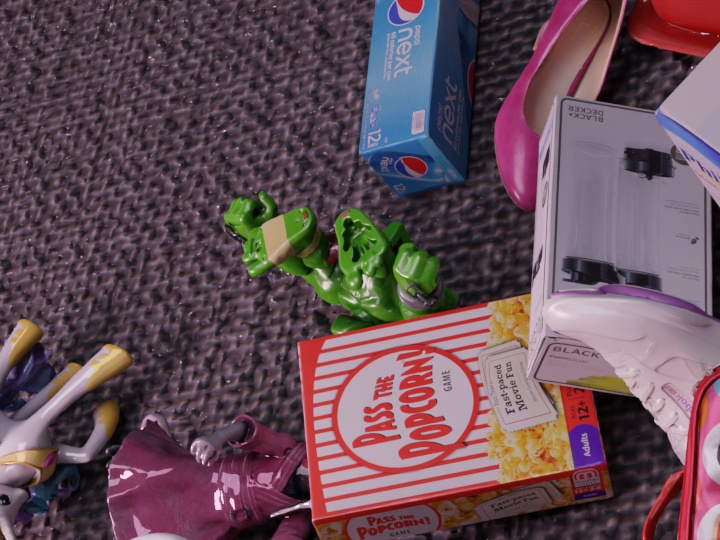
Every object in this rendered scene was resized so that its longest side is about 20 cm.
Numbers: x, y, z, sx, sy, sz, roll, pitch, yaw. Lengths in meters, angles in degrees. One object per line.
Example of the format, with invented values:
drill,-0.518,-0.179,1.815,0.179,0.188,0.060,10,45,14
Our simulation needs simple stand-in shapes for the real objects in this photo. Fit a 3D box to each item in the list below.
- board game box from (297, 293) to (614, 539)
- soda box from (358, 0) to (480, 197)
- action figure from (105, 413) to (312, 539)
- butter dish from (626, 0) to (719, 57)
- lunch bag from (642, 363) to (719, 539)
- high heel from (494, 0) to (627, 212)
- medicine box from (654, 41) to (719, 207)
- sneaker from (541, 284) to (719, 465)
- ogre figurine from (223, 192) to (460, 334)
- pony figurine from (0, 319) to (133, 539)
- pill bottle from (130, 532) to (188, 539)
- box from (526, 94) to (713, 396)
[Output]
board game box,0.062,0.101,1.336,0.200,0.046,0.152,-13,51,6
soda box,0.050,-0.163,1.558,0.064,0.068,0.200,-13,53,28
action figure,-0.085,0.167,1.424,0.200,0.134,0.149,-11,10,15
butter dish,0.284,-0.261,1.401,0.199,0.148,0.200,19,72,44
lunch bag,0.252,0.153,1.130,0.176,0.082,0.201,2,78,21
high heel,0.157,-0.138,1.446,0.096,0.067,0.200,-44,19,52
medicine box,0.312,-0.089,1.218,0.182,0.200,0.103,-46,44,-1
sneaker,0.202,0.072,1.212,0.075,0.200,0.100,167,125,-85
ogre figurine,0.000,0.000,1.441,0.200,0.120,0.098,-7,60,35
pony figurine,-0.297,0.134,1.560,0.193,0.167,0.200,14,53,33
pill bottle,-0.089,0.260,1.262,0.113,0.200,0.113,-19,50,24
box,0.177,-0.016,1.325,0.116,0.060,0.200,8,57,-5
